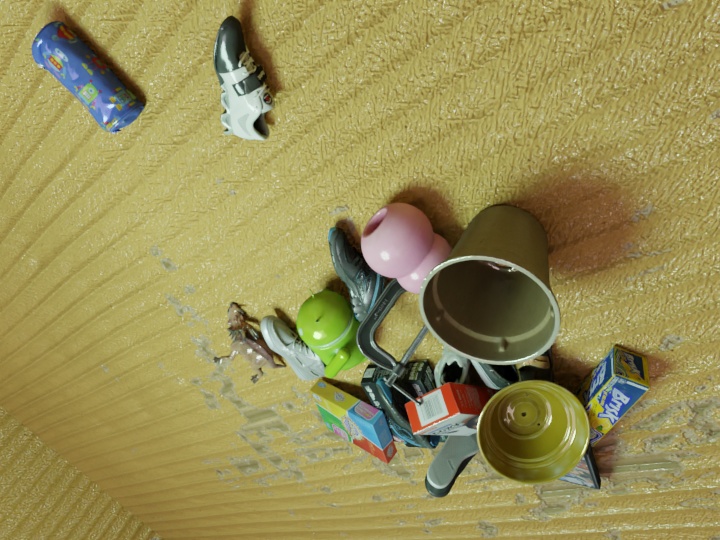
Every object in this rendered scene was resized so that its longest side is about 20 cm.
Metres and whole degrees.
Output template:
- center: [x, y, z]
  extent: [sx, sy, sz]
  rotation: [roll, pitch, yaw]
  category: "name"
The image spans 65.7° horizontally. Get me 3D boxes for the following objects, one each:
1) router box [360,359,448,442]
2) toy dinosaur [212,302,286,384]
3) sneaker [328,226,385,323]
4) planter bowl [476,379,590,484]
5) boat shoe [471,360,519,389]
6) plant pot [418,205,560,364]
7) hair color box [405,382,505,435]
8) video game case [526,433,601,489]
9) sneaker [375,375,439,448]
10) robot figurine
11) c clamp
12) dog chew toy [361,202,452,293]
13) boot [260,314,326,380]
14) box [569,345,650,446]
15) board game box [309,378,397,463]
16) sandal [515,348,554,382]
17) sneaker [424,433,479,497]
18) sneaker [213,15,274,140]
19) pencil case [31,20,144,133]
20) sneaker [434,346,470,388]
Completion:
- center: [0.109, 0.290, 1.221]
  extent: [0.148, 0.062, 0.201]
  rotation: [-10, 122, 31]
  category: "router box"
- center: [-0.251, 0.180, 1.299]
  extent: [0.199, 0.086, 0.136]
  rotation: [35, 128, -12]
  category: "toy dinosaur"
- center: [0.000, 0.000, 1.041]
  extent: [0.081, 0.073, 0.202]
  rotation: [-21, 117, 8]
  category: "sneaker"
- center: [0.308, 0.281, 1.026]
  extent: [0.197, 0.084, 0.204]
  rotation: [1, 102, 4]
  category: "planter bowl"
- center: [0.221, 0.133, 1.016]
  extent: [0.201, 0.069, 0.056]
  rotation: [52, 144, -14]
  category: "boat shoe"
- center: [0.208, 0.005, 0.846]
  extent: [0.198, 0.184, 0.202]
  rotation: [14, 133, 16]
  category: "plant pot"
- center: [0.191, 0.272, 1.079]
  extent: [0.110, 0.065, 0.199]
  rotation: [-35, 147, 30]
  category: "hair color box"
- center: [0.385, 0.382, 1.138]
  extent: [0.179, 0.026, 0.201]
  rotation: [3, 145, 33]
  category: "video game case"
- center: [0.080, 0.297, 1.136]
  extent: [0.081, 0.074, 0.201]
  rotation: [-19, 117, 37]
  category: "sneaker"
- center: [-0.051, 0.119, 1.100]
  extent: [0.115, 0.177, 0.201]
  rotation: [-25, 139, 8]
  category: "robot figurine"
- center: [0.085, 0.119, 1.029]
  extent: [0.170, 0.202, 0.027]
  rotation: [30, 177, -2]
  category: "c clamp"
- center: [0.096, -0.020, 0.932]
  extent: [0.199, 0.125, 0.124]
  rotation: [39, 134, -20]
  category: "dog chew toy"
- center: [-0.131, 0.165, 1.240]
  extent: [0.095, 0.074, 0.201]
  rotation: [-16, 128, 28]
  category: "boot"
- center: [0.435, 0.229, 1.001]
  extent: [0.064, 0.070, 0.201]
  rotation: [19, 134, 5]
  category: "box"
- center: [-0.017, 0.350, 1.302]
  extent: [0.198, 0.040, 0.154]
  rotation: [18, 140, 39]
  category: "board game box"
- center: [0.309, 0.167, 1.022]
  extent: [0.081, 0.055, 0.202]
  rotation: [-2, 126, 27]
  category: "sandal"
- center: [0.199, 0.395, 1.182]
  extent: [0.070, 0.199, 0.100]
  rotation: [37, 144, 22]
  category: "sneaker"
- center: [-0.172, -0.292, 0.868]
  extent: [0.087, 0.075, 0.201]
  rotation: [19, 143, 11]
  category: "sneaker"
- center: [-0.480, -0.332, 0.977]
  extent: [0.087, 0.078, 0.200]
  rotation: [-41, 105, 13]
  category: "pencil case"
- center: [0.176, 0.210, 1.099]
  extent: [0.075, 0.092, 0.202]
  rotation: [14, 132, 16]
  category: "sneaker"
